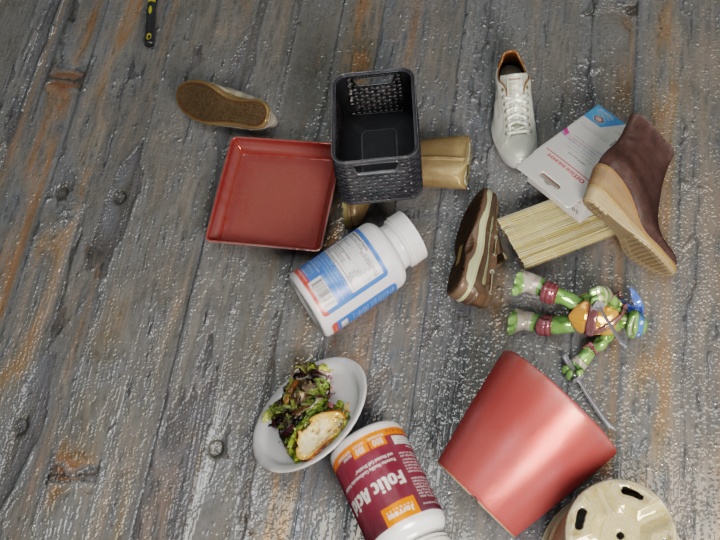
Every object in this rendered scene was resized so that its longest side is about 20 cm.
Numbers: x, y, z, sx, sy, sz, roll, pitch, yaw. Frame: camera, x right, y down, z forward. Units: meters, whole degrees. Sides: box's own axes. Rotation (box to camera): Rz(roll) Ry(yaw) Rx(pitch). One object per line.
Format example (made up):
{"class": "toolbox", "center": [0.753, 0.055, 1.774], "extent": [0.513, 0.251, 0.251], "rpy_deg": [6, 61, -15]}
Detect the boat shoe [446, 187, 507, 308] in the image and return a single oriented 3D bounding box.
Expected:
{"class": "boat shoe", "center": [0.187, -0.029, 1.631], "extent": [0.074, 0.075, 0.205], "rpy_deg": [27, 59, -15]}

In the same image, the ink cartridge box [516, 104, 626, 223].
{"class": "ink cartridge box", "center": [0.337, -0.155, 1.633], "extent": [0.199, 0.068, 0.115], "rpy_deg": [-35, 61, -25]}

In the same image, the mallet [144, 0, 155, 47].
{"class": "mallet", "center": [-0.380, -0.506, 1.991], "extent": [0.064, 0.041, 0.204], "rpy_deg": [-11, 66, 2]}

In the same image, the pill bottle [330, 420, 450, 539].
{"class": "pill bottle", "center": [0.046, 0.317, 1.441], "extent": [0.113, 0.115, 0.202], "rpy_deg": [-26, 61, -4]}

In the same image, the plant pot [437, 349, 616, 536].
{"class": "plant pot", "center": [0.210, 0.238, 1.420], "extent": [0.178, 0.201, 0.200], "rpy_deg": [-47, 64, -5]}

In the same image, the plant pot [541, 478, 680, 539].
{"class": "plant pot", "center": [0.319, 0.353, 1.334], "extent": [0.196, 0.184, 0.204], "rpy_deg": [-4, 62, 8]}

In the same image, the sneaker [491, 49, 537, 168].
{"class": "sneaker", "center": [0.244, -0.265, 1.723], "extent": [0.071, 0.085, 0.204], "rpy_deg": [-7, 63, 5]}

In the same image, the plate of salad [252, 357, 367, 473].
{"class": "plate of salad", "center": [-0.079, 0.197, 1.521], "extent": [0.198, 0.048, 0.202], "rpy_deg": [-27, 34, 20]}

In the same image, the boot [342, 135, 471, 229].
{"class": "boot", "center": [0.073, -0.144, 1.703], "extent": [0.196, 0.066, 0.178], "rpy_deg": [3, 64, 10]}

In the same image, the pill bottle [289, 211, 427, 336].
{"class": "pill bottle", "center": [0.000, 0.000, 1.615], "extent": [0.198, 0.113, 0.113], "rpy_deg": [-33, 62, -9]}

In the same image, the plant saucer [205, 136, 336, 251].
{"class": "plant saucer", "center": [-0.137, -0.120, 1.744], "extent": [0.196, 0.037, 0.203], "rpy_deg": [5, 64, 13]}

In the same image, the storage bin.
{"class": "storage bin", "center": [0.026, -0.211, 1.666], "extent": [0.132, 0.095, 0.203], "rpy_deg": [-5, 51, 5]}

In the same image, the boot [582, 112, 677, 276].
{"class": "boot", "center": [0.428, -0.110, 1.570], "extent": [0.200, 0.072, 0.167], "rpy_deg": [42, 72, -17]}

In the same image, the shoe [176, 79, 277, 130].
{"class": "shoe", "center": [-0.231, -0.280, 1.840], "extent": [0.197, 0.053, 0.071], "rpy_deg": [19, 100, 23]}

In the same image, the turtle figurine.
{"class": "turtle figurine", "center": [0.298, 0.081, 1.502], "extent": [0.191, 0.145, 0.202], "rpy_deg": [15, 63, 21]}

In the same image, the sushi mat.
{"class": "sushi mat", "center": [0.311, -0.072, 1.625], "extent": [0.197, 0.012, 0.097], "rpy_deg": [-20, 60, -17]}
